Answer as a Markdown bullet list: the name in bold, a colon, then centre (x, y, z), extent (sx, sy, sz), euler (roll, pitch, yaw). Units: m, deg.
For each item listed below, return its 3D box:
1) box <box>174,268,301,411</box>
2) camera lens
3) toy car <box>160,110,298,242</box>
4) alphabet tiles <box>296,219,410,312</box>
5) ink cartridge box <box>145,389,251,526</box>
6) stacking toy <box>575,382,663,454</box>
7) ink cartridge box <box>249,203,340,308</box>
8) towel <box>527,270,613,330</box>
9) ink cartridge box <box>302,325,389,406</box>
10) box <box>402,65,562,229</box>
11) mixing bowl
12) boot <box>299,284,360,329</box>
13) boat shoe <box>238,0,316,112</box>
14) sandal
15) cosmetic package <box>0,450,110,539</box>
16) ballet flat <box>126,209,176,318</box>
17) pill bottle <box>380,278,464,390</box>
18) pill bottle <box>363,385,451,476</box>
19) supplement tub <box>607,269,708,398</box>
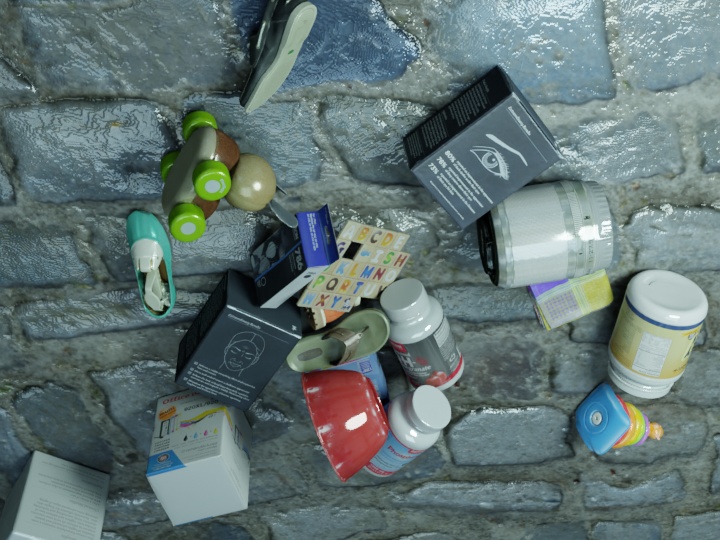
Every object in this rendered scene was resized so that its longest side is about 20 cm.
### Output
- **box**: centre (-0.215, 0.125, 1.623), extent (0.147, 0.108, 0.201), euler (26, 120, -22)
- **camera lens**: centre (0.296, -0.060, 1.514), extent (0.197, 0.161, 0.162), euler (-9, 126, 0)
- **toy car**: centre (-0.192, -0.124, 1.425), extent (0.198, 0.165, 0.158), euler (18, 123, -31)
- **alphabet tiles**: centre (0.000, 0.000, 1.547), extent (0.199, 0.008, 0.168), euler (10, 118, -50)
- **ink cartridge box**: centre (-0.294, 0.333, 1.706), extent (0.145, 0.201, 0.146), euler (-15, 124, 5)
- **stacking toy**: centre (0.539, 0.311, 1.859), extent (0.198, 0.117, 0.110), euler (15, 124, -33)
- **ink cartridge box**: centre (-0.110, -0.022, 1.492), extent (0.039, 0.101, 0.199), euler (4, 152, -38)
- **towel**: centre (0.369, 0.013, 1.660), extent (0.142, 0.023, 0.201), euler (-20, 125, 9)
- **ink cartridge box**: centre (-0.025, 0.199, 1.719), extent (0.135, 0.077, 0.202), euler (-15, 127, 5)
- **box**: centre (0.188, -0.190, 1.443), extent (0.199, 0.105, 0.148), euler (-35, 122, 17)
- **mixing bowl**: centre (-0.017, 0.249, 1.593), extent (0.107, 0.201, 0.202), euler (-23, 125, 3)
- **boot**: centre (-0.059, -0.007, 1.579), extent (0.106, 0.075, 0.202), euler (-21, 121, -15)
- **boat shoe**: centre (-0.132, -0.321, 1.350), extent (0.067, 0.072, 0.201), euler (40, 127, 11)
- **sandal**: centre (-0.038, 0.132, 1.596), extent (0.199, 0.057, 0.081), euler (-24, 103, 9)
- **cosmetic package**: centre (-0.602, 0.496, 1.789), extent (0.166, 0.201, 0.167), euler (26, 120, -22)
- **ballet flat**: centre (-0.346, -0.003, 1.539), extent (0.066, 0.071, 0.202), euler (-7, 126, -1)
- **pill bottle**: centre (0.106, 0.114, 1.648), extent (0.109, 0.111, 0.201), euler (-20, 125, 9)
- **pill bottle**: centre (0.077, 0.289, 1.680), extent (0.108, 0.110, 0.200), euler (22, 138, -20)
- **supplement tub**: centre (0.532, 0.117, 1.677), extent (0.142, 0.145, 0.202), euler (1, 126, -7)
